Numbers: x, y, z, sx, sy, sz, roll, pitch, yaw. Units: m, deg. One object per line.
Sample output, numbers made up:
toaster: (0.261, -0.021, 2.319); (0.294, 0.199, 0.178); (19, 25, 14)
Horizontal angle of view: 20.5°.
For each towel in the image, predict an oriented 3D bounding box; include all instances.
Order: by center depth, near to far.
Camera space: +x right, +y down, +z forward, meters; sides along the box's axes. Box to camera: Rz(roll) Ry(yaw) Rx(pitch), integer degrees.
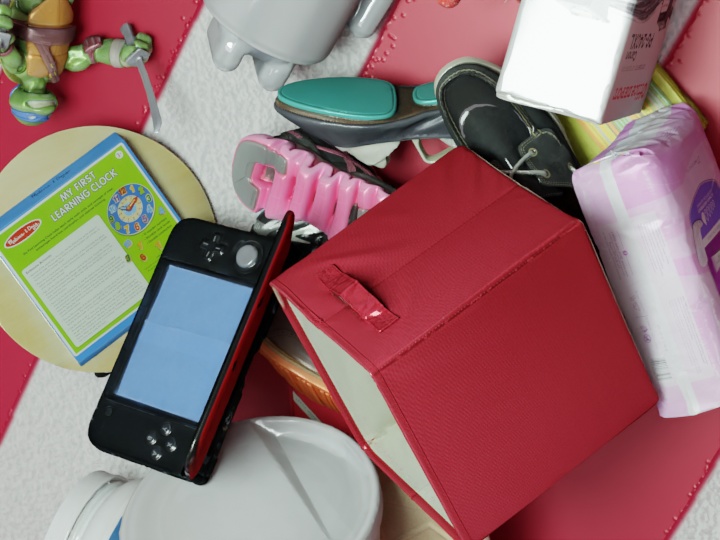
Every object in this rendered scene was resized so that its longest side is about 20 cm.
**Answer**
towel: (0.165, -0.079, 1.510); (0.200, 0.018, 0.086); (-43, 81, 26)

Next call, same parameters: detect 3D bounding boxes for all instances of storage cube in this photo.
storage cube: (0.074, 0.052, 1.407); (0.179, 0.171, 0.201); (-36, 123, -11)

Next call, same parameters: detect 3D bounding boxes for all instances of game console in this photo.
game console: (-0.130, 0.047, 1.499); (0.171, 0.119, 0.201); (15, 75, 31)

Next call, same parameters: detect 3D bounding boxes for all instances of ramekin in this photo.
ramekin: (-0.075, 0.212, 1.513); (0.201, 0.203, 0.095); (4, 132, 22)

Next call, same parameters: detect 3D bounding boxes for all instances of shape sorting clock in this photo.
shape sorting clock: (-0.215, -0.018, 1.627); (0.198, 0.039, 0.202); (0, 91, -13)

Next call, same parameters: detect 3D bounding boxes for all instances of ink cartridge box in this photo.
ink cartridge box: (0.175, -0.209, 1.393); (0.083, 0.145, 0.202); (19, 104, 16)

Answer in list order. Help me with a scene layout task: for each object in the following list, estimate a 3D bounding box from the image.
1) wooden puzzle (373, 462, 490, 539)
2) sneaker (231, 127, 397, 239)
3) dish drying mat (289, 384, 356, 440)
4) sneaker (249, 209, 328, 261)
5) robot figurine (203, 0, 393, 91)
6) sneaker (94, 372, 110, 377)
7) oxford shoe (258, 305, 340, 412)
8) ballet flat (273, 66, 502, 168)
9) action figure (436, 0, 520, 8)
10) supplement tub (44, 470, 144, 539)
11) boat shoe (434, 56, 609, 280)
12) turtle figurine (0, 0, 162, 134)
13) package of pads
wooden puzzle: (0.044, 0.238, 1.589); (0.184, 0.046, 0.202); (7, 117, 38)
sneaker: (-0.001, -0.055, 1.538); (0.199, 0.095, 0.079); (34, 121, 20)
dish drying mat: (0.023, 0.108, 1.582); (0.199, 0.018, 0.078); (-13, 75, 38)
sneaker: (0.000, 0.000, 1.560); (0.199, 0.083, 0.071); (29, 112, 15)
robot figurine: (-0.047, -0.238, 1.507); (0.169, 0.113, 0.201); (21, 115, -26)
sneaker: (-0.270, 0.012, 1.685); (0.200, 0.071, 0.080); (39, 110, 9)
oxford shoe: (-0.050, 0.048, 1.585); (0.199, 0.071, 0.073); (35, 78, 15)
ballet flat: (0.034, -0.111, 1.516); (0.198, 0.073, 0.074); (-4, 102, 5)
action figure: (0.112, -0.278, 1.466); (0.065, 0.099, 0.201); (28, 89, 18)
supplement tub: (-0.154, 0.260, 1.653); (0.199, 0.145, 0.146); (21, 110, 17)
boat shoe: (0.126, -0.072, 1.459); (0.072, 0.068, 0.200); (-35, 101, 14)
turtle figurine: (-0.230, -0.206, 1.581); (0.143, 0.200, 0.196); (1, 101, -13)
package of pads: (0.228, -0.008, 1.427); (0.075, 0.120, 0.201); (-14, 103, 34)
